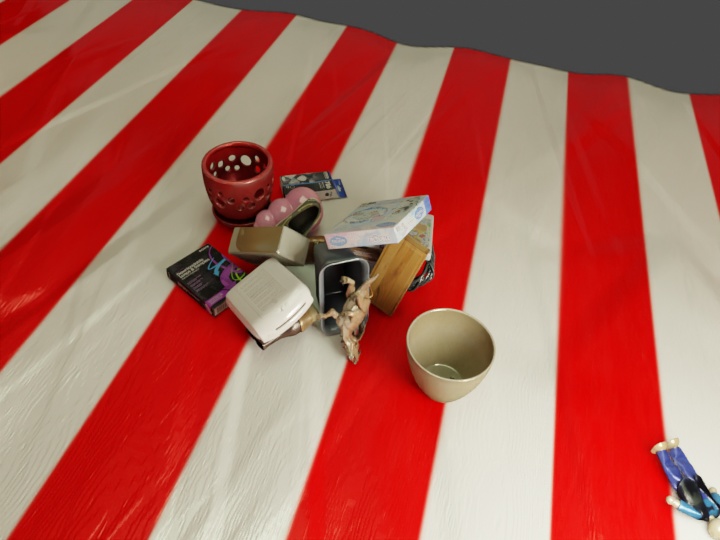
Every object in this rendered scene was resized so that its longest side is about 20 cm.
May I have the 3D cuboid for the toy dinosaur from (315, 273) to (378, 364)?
[{"bbox_3d":[-0.012,0.098,1.512,0.085,0.135,0.203,27,84,43],"label":"toy dinosaur"}]

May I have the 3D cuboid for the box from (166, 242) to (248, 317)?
[{"bbox_3d":[-0.384,0.020,1.664,0.198,0.037,0.142,33,50,27],"label":"box"}]

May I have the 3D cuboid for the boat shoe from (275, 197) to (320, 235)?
[{"bbox_3d":[-0.180,-0.109,1.728,0.202,0.072,0.060,-46,16,4],"label":"boat shoe"}]

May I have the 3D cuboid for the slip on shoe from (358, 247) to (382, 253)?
[{"bbox_3d":[0.022,-0.079,1.688,0.195,0.075,0.062,20,64,18],"label":"slip on shoe"}]

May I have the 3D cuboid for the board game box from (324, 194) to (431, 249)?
[{"bbox_3d":[0.044,-0.116,1.554,0.195,0.044,0.199,-4,24,33],"label":"board game box"}]

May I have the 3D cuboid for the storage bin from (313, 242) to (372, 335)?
[{"bbox_3d":[-0.049,0.027,1.583,0.141,0.205,0.135,-11,36,-16],"label":"storage bin"}]

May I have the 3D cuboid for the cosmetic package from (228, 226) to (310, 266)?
[{"bbox_3d":[-0.233,-0.061,1.645,0.196,0.104,0.073,2,73,40],"label":"cosmetic package"}]

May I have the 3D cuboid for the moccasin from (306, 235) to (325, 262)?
[{"bbox_3d":[-0.084,-0.044,1.740,0.195,0.075,0.079,6,34,-14],"label":"moccasin"}]

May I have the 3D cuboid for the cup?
[{"bbox_3d":[0.191,0.208,1.445,0.194,0.146,0.204,3,44,-2],"label":"cup"}]

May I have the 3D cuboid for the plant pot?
[{"bbox_3d":[-0.341,-0.232,1.822,0.194,0.186,0.204,3,43,-3],"label":"plant pot"}]

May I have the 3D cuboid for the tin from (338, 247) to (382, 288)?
[{"bbox_3d":[0.000,0.000,1.662,0.194,0.115,0.042,11,31,8],"label":"tin"}]

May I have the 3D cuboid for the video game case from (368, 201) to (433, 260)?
[{"bbox_3d":[0.099,-0.106,1.681,0.176,0.023,0.202,12,35,1],"label":"video game case"}]

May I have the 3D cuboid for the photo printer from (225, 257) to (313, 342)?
[{"bbox_3d":[-0.209,0.071,1.515,0.165,0.070,0.199,-40,40,-14],"label":"photo printer"}]

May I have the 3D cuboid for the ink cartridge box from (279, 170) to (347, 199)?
[{"bbox_3d":[-0.142,-0.255,1.973,0.194,0.040,0.101,-8,44,-15],"label":"ink cartridge box"}]

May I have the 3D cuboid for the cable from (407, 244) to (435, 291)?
[{"bbox_3d":[0.117,-0.037,1.717,0.197,0.051,0.165,28,75,22],"label":"cable"}]

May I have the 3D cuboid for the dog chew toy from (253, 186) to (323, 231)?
[{"bbox_3d":[-0.203,-0.151,1.803,0.196,0.127,0.125,-23,49,-17],"label":"dog chew toy"}]

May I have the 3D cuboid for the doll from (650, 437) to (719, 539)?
[{"bbox_3d":[0.668,0.446,1.313,0.133,0.049,0.203,-5,50,-24],"label":"doll"}]

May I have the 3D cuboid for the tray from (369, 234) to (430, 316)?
[{"bbox_3d":[0.081,0.006,1.588,0.097,0.203,0.037,34,33,9],"label":"tray"}]

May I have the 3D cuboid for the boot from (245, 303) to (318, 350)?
[{"bbox_3d":[-0.210,0.094,1.580,0.163,0.074,0.200,-26,43,-20],"label":"boot"}]
